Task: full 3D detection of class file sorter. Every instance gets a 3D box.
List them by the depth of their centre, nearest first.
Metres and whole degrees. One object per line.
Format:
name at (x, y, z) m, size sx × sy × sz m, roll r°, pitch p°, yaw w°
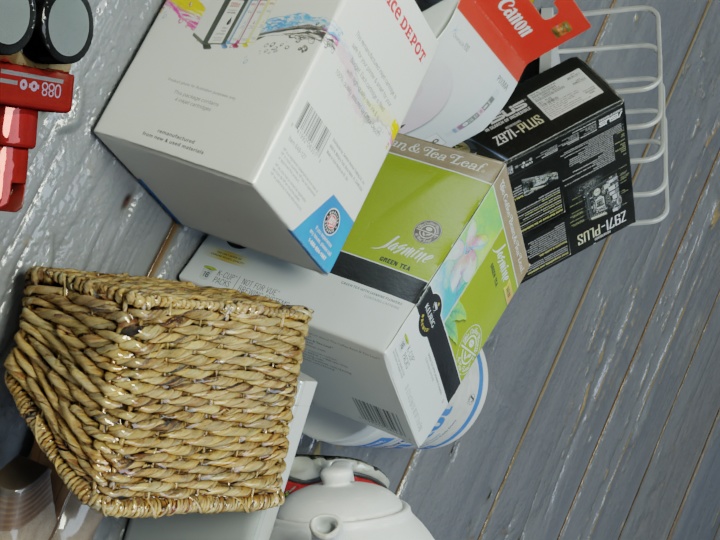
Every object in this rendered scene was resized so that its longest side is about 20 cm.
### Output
file sorter at (0.257, -0.156, 1.645) m, size 0.201 × 0.123 × 0.140 m, roll 75°, pitch 17°, yaw -46°

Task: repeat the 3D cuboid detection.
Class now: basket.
basket at (-0.149, 0.082, 1.093) m, size 0.199 × 0.141 × 0.151 m, roll 6°, pitch 95°, yaw -54°

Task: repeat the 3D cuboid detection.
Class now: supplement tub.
supplement tub at (0.022, 0.093, 1.417) m, size 0.199 × 0.131 × 0.134 m, roll 12°, pitch 95°, yaw -61°

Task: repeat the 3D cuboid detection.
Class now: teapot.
teapot at (-0.017, 0.228, 1.251) m, size 0.196 × 0.199 × 0.148 m, roll -4°, pitch 92°, yaw -42°

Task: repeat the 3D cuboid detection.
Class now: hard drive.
hard drive at (-0.112, 0.156, 1.204) m, size 0.027 × 0.131 × 0.203 m, roll 8°, pitch 103°, yaw -49°

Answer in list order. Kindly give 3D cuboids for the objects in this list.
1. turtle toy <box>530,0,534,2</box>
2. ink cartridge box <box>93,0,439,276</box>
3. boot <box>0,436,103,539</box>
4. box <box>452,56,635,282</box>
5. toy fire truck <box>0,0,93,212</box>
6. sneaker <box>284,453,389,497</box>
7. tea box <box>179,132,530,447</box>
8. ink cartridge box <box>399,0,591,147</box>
turtle toy at (0.092, -0.306, 1.344) m, size 0.199 × 0.100 × 0.148 m, roll 24°, pitch 80°, yaw -60°
ink cartridge box at (-0.062, -0.132, 1.130) m, size 0.202 × 0.143 × 0.147 m, roll -63°, pitch 150°, yaw -15°
boot at (-0.211, 0.180, 1.138) m, size 0.199 × 0.070 × 0.148 m, roll -31°, pitch 137°, yaw -49°
box at (0.156, -0.083, 1.508) m, size 0.198 × 0.086 × 0.165 m, roll -28°, pitch 136°, yaw -10°
toy fire truck at (-0.254, -0.069, 0.882) m, size 0.175 × 0.127 × 0.203 m, roll 1°, pitch 95°, yaw -60°
sneaker at (-0.049, 0.207, 1.404) m, size 0.199 × 0.076 × 0.086 m, roll 11°, pitch 80°, yaw -51°
tea box at (0.000, 0.000, 1.254) m, size 0.198 × 0.198 × 0.134 m, roll -55°, pitch 147°, yaw -26°
ink cartridge box at (0.094, -0.177, 1.351) m, size 0.162 × 0.198 × 0.058 m, roll 33°, pitch 37°, yaw -60°
